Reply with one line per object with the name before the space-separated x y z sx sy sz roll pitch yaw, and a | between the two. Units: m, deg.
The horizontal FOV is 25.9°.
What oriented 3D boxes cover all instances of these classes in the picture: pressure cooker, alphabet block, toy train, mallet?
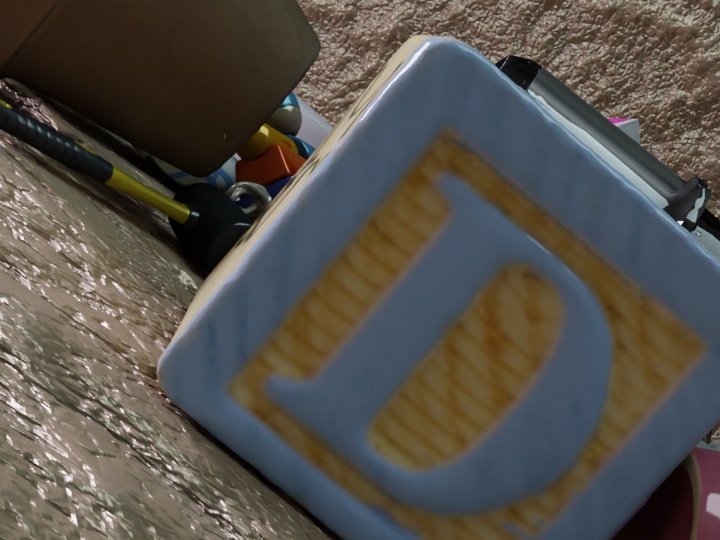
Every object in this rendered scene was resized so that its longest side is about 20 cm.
pressure cooker | 0.114 -0.006 0.914 0.200 0.179 0.176 38 3 -3
alphabet block | 0.044 0.020 0.726 0.196 0.195 0.200 41 7 -6
toy train | -0.072 -0.084 1.087 0.116 0.084 0.200 69 14 14
mallet | -0.133 -0.048 0.878 0.200 0.041 0.066 28 10 -48

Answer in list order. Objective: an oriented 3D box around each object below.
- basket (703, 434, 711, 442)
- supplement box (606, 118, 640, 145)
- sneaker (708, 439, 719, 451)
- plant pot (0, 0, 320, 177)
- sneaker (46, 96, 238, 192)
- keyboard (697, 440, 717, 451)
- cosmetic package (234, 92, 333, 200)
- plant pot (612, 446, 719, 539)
basket | 0.258 0.144 1.466 0.180 0.136 0.200 36 10 0
supplement box | 0.130 0.001 1.071 0.101 0.201 0.103 5 17 36
sneaker | 0.269 0.137 1.057 0.073 0.085 0.200 50 -25 -8
plant pot | -0.122 -0.155 0.941 0.175 0.200 0.200 41 6 -12
sneaker | -0.141 -0.111 1.103 0.072 0.073 0.200 43 5 40
keyboard | 0.220 0.173 1.065 0.127 0.021 0.200 36 -26 15
cosmetic package | -0.067 -0.089 1.268 0.200 0.102 0.074 42 7 28
plant pot | 0.192 0.166 0.664 0.179 0.200 0.200 24 8 -6
